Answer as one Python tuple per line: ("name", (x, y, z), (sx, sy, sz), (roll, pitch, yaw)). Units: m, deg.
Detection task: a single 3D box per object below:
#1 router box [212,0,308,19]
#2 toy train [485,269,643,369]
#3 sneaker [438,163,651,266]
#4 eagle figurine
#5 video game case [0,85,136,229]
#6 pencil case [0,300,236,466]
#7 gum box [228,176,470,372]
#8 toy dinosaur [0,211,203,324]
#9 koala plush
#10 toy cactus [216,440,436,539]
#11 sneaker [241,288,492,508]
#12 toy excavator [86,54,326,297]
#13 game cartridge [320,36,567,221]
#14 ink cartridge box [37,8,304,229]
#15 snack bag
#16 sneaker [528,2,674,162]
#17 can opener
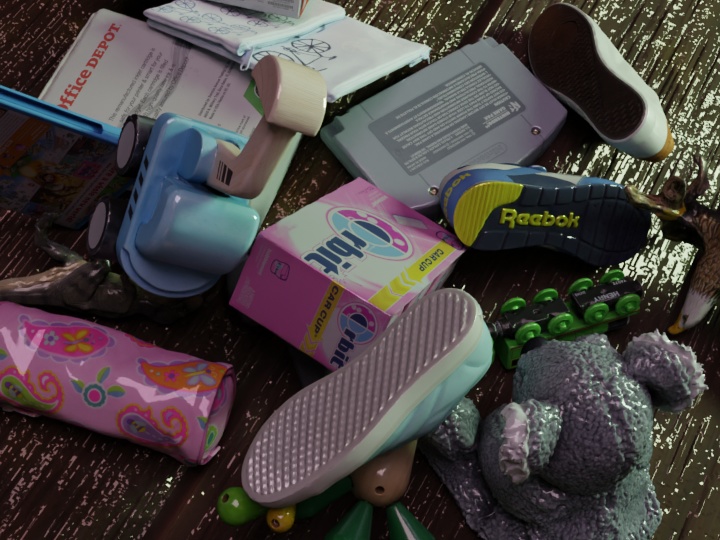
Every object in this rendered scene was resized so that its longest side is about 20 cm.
("router box", (-0.133, -0.309, 1.106), (0.199, 0.049, 0.180), (12, 35, 2))
("toy train", (0.137, 0.049, 0.963), (0.199, 0.057, 0.042), (-15, 48, -12))
("sneaker", (0.156, -0.054, 1.005), (0.199, 0.074, 0.082), (8, 16, -25))
("eagle figurine", (0.314, 0.011, 0.965), (0.151, 0.151, 0.200), (-20, 52, -32))
("video game case", (-0.273, -0.091, 0.907), (0.199, 0.143, 0.018), (18, 57, -35))
("pencil case", (-0.196, 0.086, 0.901), (0.199, 0.088, 0.088), (15, 60, 5))
("gum box", (0.000, 0.000, 0.922), (0.113, 0.066, 0.200), (31, 26, 11))
("toy dinosaur", (-0.227, -0.003, 0.955), (0.199, 0.047, 0.089), (2, 93, -3))
("koala plush", (0.152, 0.117, 0.843), (0.177, 0.200, 0.184), (-19, 64, -15))
("toy cactus", (0.000, 0.182, 0.850), (0.199, 0.102, 0.166), (25, 67, -1))
("sneaker", (0.014, 0.103, 0.811), (0.200, 0.082, 0.074), (-37, 44, -3))
("toy excavator", (-0.098, -0.061, 0.826), (0.100, 0.195, 0.200), (15, 11, -30))
("game cartridge", (0.081, -0.122, 1.068), (0.200, 0.041, 0.133), (-31, 64, -20))
("ink cartridge box", (-0.161, -0.123, 1.017), (0.199, 0.083, 0.147), (20, 58, 6))
("snack bag", (-0.059, -0.209, 1.050), (0.199, 0.021, 0.188), (27, 32, 20))
("sneaker", (0.221, -0.167, 1.099), (0.073, 0.085, 0.200), (-42, 47, 21))
("can opener", (-0.053, 0.063, 0.952), (0.067, 0.053, 0.201), (-30, 63, 16))
